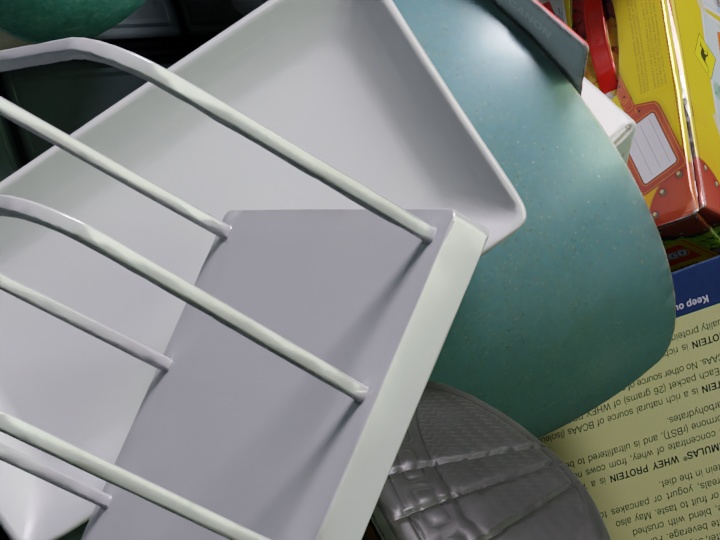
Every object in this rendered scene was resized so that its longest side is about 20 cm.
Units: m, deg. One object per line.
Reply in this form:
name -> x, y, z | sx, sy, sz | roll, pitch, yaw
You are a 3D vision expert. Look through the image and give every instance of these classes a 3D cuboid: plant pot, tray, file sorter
plant pot -> 0.000, 0.000, 0.764 | 0.135, 0.200, 0.201 | -39, 109, -19
tray -> -0.055, -0.006, 0.668 | 0.108, 0.199, 0.022 | 56, -1, -2
file sorter -> -0.083, 0.051, 0.550 | 0.124, 0.138, 0.201 | 30, 77, -28

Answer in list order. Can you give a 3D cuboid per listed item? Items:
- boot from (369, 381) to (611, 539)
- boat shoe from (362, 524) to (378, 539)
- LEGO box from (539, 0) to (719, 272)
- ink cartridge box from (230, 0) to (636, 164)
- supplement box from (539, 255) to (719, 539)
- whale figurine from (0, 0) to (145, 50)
boot -> 0.043, 0.152, 0.666 | 0.073, 0.155, 0.204 | -14, 48, -32
boat shoe -> 0.027, 0.127, 0.755 | 0.199, 0.072, 0.076 | 29, 16, -44
LEGO box -> 0.147, -0.090, 0.951 | 0.148, 0.077, 0.202 | 21, 57, -49
ink cartridge box -> 0.023, -0.105, 0.790 | 0.043, 0.174, 0.200 | -38, 68, -21
supplement box -> 0.146, 0.119, 0.875 | 0.134, 0.199, 0.202 | 15, 60, -52
whale figurine -> -0.131, -0.177, 0.714 | 0.201, 0.103, 0.159 | 63, 33, -10
